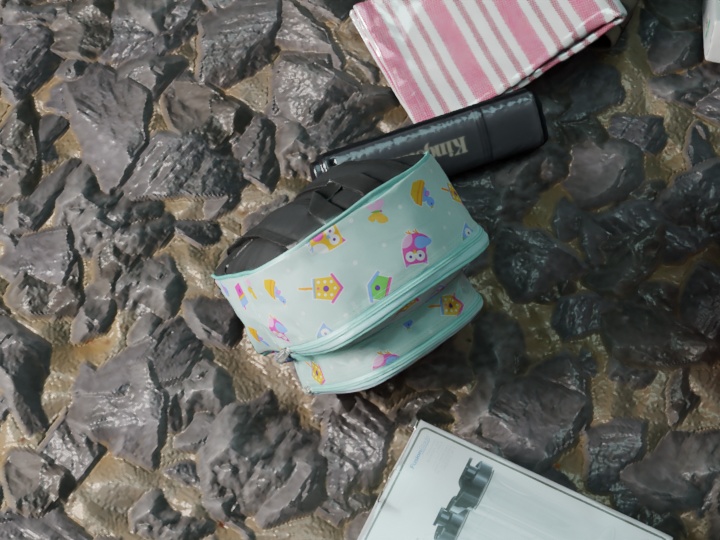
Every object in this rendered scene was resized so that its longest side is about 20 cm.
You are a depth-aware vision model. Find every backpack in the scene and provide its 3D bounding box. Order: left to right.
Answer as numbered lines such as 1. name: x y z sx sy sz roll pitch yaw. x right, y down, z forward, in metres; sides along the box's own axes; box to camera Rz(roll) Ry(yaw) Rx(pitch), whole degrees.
1. backpack: 0.000 0.000 1.123 0.176 0.200 0.153 -32 89 -17

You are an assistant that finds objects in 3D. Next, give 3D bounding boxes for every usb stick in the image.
1. usb stick: 0.057 -0.097 1.259 0.200 0.056 0.033 -18 27 -10

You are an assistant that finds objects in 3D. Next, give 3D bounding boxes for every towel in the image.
1. towel: 0.105 -0.215 1.299 0.200 0.030 0.146 -32 66 6

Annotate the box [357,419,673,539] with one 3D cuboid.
1. box: 0.105 0.203 1.099 0.200 0.060 0.117 23 64 10

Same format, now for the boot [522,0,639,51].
1. boot: 0.225 -0.257 1.333 0.200 0.070 0.146 10 68 16

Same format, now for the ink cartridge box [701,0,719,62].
1. ink cartridge box: 0.382 -0.250 1.362 0.161 0.050 0.200 8 44 3
